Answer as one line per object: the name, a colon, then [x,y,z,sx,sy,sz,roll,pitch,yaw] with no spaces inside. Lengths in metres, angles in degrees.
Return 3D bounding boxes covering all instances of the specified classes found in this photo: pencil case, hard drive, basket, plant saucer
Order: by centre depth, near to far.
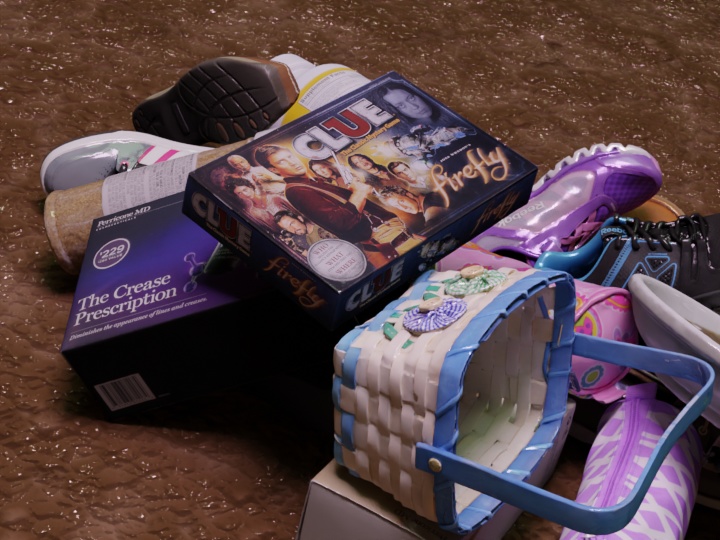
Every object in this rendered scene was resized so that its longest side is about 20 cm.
basket: [0.091,0.079,0.855,0.199,0.140,0.176,17,30,24]
pencil case: [0.170,0.160,0.940,0.084,0.086,0.200,-14,19,27]
plant saucer: [0.254,0.077,0.962,0.200,0.050,0.200,31,11,-7]
hard drive: [-0.036,0.033,1.031,0.135,0.042,0.200,-44,42,-19]
pencil case: [0.113,0.033,1.054,0.087,0.088,0.200,-14,22,-35]

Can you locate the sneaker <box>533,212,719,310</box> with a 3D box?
sneaker: [0.225,-0.008,1.084,0.199,0.082,0.073,-27,26,22]

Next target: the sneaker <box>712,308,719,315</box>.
sneaker: [0.317,0.104,1.103,0.200,0.085,0.074,34,-9,6]

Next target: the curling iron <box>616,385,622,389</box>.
curling iron: [0.154,0.065,1.137,0.200,0.026,0.050,29,40,24]

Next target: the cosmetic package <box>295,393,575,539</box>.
cosmetic package: [0.053,0.136,0.953,0.105,0.071,0.200,25,34,19]

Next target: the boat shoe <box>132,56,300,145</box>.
boat shoe: [-0.120,-0.150,1.259,0.200,0.076,0.074,-8,18,48]

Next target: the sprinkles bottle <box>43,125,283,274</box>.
sprinkles bottle: [-0.137,-0.052,1.091,0.199,0.068,0.068,-14,31,10]

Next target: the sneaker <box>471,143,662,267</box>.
sneaker: [0.162,-0.034,1.207,0.199,0.081,0.089,-22,46,10]

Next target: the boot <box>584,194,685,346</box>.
boot: [0.237,0.013,1.218,0.200,0.077,0.155,35,42,20]

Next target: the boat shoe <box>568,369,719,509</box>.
boat shoe: [0.225,0.112,1.056,0.199,0.060,0.072,26,33,21]

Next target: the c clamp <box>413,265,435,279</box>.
c clamp: [0.000,0.000,1.124,0.027,0.171,0.200,41,31,-29]

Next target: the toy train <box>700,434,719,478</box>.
toy train: [0.317,0.151,1.001,0.199,0.034,0.046,21,25,-21]

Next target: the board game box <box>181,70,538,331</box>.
board game box: [0.003,-0.053,0.938,0.135,0.035,0.200,37,47,24]

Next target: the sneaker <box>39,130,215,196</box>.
sneaker: [-0.159,-0.054,1.176,0.199,0.084,0.121,3,24,-16]

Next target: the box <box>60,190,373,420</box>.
box: [-0.094,0.007,1.000,0.199,0.079,0.141,-16,37,16]

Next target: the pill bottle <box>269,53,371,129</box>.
pill bottle: [-0.011,-0.116,1.286,0.112,0.112,0.200,-21,44,-40]
